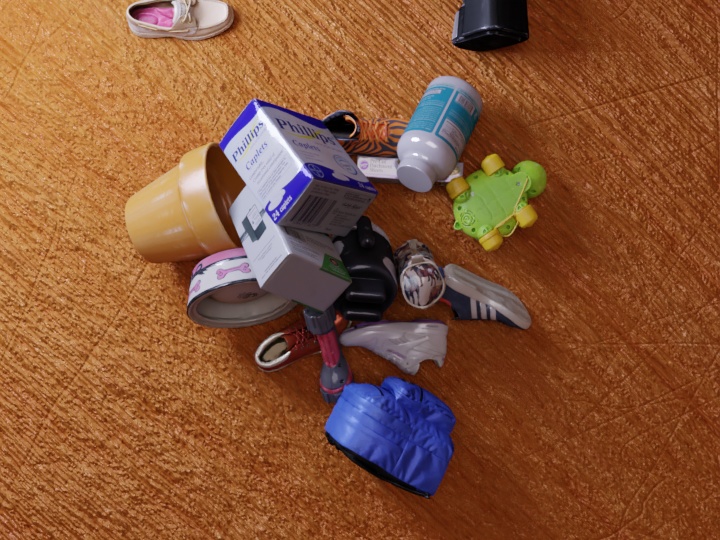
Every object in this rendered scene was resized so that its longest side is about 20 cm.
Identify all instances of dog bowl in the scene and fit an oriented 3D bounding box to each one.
[{"bbox_3d":[-0.207,0.029,1.560,0.197,0.201,0.075,-12,66,-1],"label":"dog bowl"}]

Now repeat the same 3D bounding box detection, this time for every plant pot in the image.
[{"bbox_3d":[-0.303,-0.100,1.576,0.181,0.200,0.203,-17,85,14],"label":"plant pot"}]

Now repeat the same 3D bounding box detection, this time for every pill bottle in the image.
[{"bbox_3d":[0.133,-0.237,1.587,0.110,0.111,0.202,27,64,2],"label":"pill bottle"}]

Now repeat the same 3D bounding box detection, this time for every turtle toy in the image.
[{"bbox_3d":[0.250,-0.129,1.612,0.199,0.101,0.147,-32,86,-3],"label":"turtle toy"}]

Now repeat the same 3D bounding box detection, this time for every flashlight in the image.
[{"bbox_3d":[-0.056,0.141,1.553,0.067,0.068,0.202,-31,131,-21],"label":"flashlight"}]

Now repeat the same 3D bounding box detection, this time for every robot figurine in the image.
[{"bbox_3d":[-0.002,0.001,1.558,0.150,0.201,0.124,-38,122,23],"label":"robot figurine"}]

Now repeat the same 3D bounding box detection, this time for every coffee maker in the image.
[{"bbox_3d":[0.238,-0.510,1.598,0.133,0.192,0.203,-1,87,-16],"label":"coffee maker"}]

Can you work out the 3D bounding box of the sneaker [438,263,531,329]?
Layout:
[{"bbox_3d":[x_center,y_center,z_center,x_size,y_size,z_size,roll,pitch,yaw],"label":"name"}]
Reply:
[{"bbox_3d":[0.212,0.065,1.615,0.198,0.075,0.085,29,120,-15],"label":"sneaker"}]

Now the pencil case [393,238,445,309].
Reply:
[{"bbox_3d":[0.099,0.000,1.557,0.076,0.200,0.091,3,102,-3],"label":"pencil case"}]

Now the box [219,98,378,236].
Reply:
[{"bbox_3d":[-0.101,-0.168,1.488,0.105,0.183,0.201,-49,60,22],"label":"box"}]

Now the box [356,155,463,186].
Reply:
[{"bbox_3d":[0.090,-0.181,1.647,0.197,0.039,0.042,5,83,0],"label":"box"}]

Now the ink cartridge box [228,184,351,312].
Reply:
[{"bbox_3d":[-0.119,-0.044,1.483,0.083,0.146,0.201,-47,45,20],"label":"ink cartridge box"}]

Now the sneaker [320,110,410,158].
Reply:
[{"bbox_3d":[0.012,-0.244,1.615,0.197,0.112,0.079,-6,85,0],"label":"sneaker"}]

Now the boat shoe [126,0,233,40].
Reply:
[{"bbox_3d":[-0.334,-0.468,1.654,0.197,0.069,0.075,-6,85,0],"label":"boat shoe"}]

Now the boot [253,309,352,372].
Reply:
[{"bbox_3d":[-0.100,0.119,1.591,0.198,0.107,0.076,-31,83,-5],"label":"boot"}]

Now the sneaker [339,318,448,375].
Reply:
[{"bbox_3d":[0.061,0.137,1.600,0.197,0.075,0.101,0,87,-5],"label":"sneaker"}]

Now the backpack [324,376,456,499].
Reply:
[{"bbox_3d":[0.047,0.266,1.538,0.198,0.162,0.170,26,82,-15],"label":"backpack"}]
